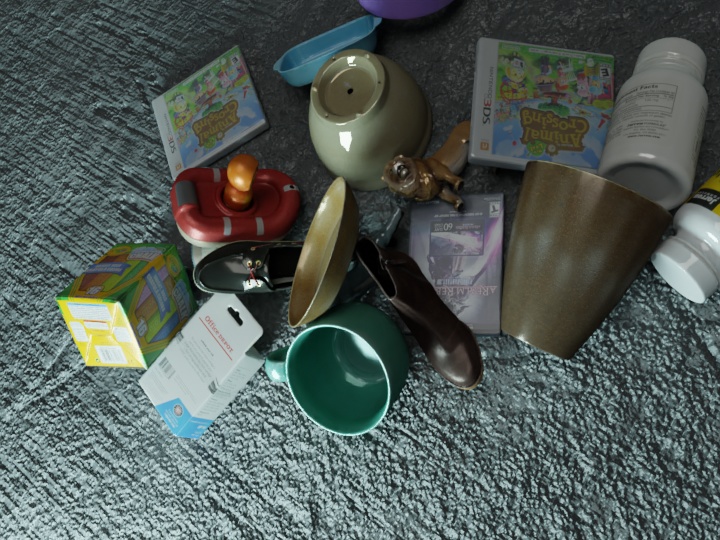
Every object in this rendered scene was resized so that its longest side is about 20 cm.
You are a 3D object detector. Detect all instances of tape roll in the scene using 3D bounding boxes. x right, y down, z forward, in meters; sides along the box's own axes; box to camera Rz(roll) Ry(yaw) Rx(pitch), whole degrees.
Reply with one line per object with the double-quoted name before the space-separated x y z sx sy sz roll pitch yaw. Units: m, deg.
"tape roll" 0.079 -0.499 1.065 0.193 0.066 0.206 -7 57 10

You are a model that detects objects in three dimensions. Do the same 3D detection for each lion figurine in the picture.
"lion figurine" 0.132 -0.164 0.965 0.198 0.074 0.122 -38 51 -19

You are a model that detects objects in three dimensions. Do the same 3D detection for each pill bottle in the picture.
"pill bottle" 0.446 -0.061 0.785 0.200 0.111 0.112 -45 64 2
"pill bottle" 0.377 -0.188 0.843 0.111 0.115 0.205 13 66 23

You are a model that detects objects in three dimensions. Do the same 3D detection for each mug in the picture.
"mug" -0.022 0.114 0.886 0.182 0.114 0.155 33 118 12

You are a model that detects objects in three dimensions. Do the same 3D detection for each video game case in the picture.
"video game case" -0.271 -0.279 1.179 0.196 0.022 0.186 -28 66 10
"video game case" 0.251 -0.224 0.915 0.193 0.022 0.188 7 74 -1
"video game case" 0.133 -0.010 0.940 0.138 0.019 0.207 -1 72 21

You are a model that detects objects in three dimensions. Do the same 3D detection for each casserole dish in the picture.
"casserole dish" -0.049 -0.357 1.087 0.194 0.039 0.123 -18 34 13

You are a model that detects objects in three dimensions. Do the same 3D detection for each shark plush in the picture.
"shark plush" 0.000 0.000 0.951 0.198 0.083 0.092 -39 64 5

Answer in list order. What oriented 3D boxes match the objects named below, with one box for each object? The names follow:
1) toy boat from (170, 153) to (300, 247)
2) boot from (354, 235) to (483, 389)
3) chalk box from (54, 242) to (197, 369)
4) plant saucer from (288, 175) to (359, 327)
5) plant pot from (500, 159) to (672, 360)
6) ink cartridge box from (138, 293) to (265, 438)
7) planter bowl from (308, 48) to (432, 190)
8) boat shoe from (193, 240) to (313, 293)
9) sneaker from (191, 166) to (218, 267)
"toy boat" -0.181 -0.118 0.996 0.132 0.194 0.133 -58 43 46
"boot" 0.071 0.057 0.837 0.072 0.165 0.203 -38 62 14
"chalk box" -0.342 0.037 1.026 0.120 0.127 0.202 0 33 20
"plant saucer" -0.044 -0.019 0.864 0.034 0.200 0.206 18 77 -15
"plant pot" 0.254 -0.003 0.818 0.183 0.186 0.206 24 95 25
"ink cartridge box" -0.226 0.137 1.003 0.201 0.067 0.116 -48 63 1
"planter bowl" 0.000 -0.243 1.002 0.194 0.135 0.207 -7 71 19
"boat shoe" -0.145 -0.006 0.968 0.195 0.063 0.076 -8 100 -15
"sneaker" -0.234 -0.078 1.079 0.078 0.077 0.206 -7 65 -6
